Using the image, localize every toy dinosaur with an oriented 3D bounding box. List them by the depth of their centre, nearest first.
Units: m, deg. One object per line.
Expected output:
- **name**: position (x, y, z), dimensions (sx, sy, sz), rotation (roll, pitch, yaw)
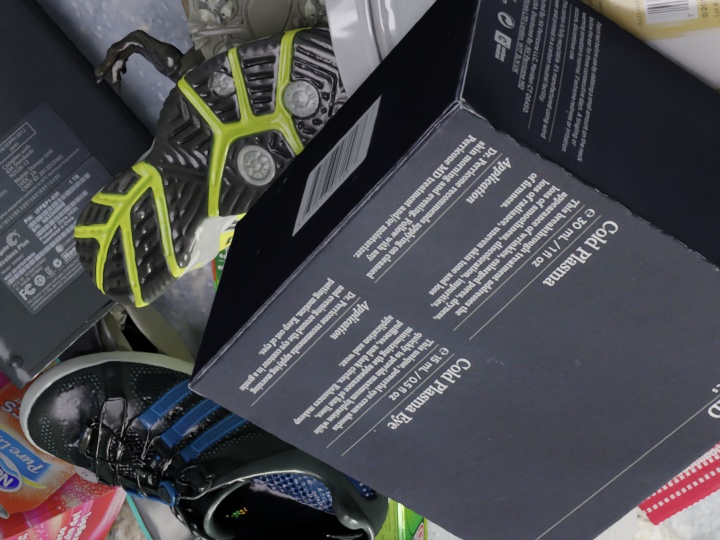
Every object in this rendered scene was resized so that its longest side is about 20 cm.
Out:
- **toy dinosaur**: position (-0.078, -0.102, 1.056), dimensions (0.088, 0.048, 0.200), rotation (-26, 111, 24)

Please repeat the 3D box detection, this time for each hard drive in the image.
- **hard drive**: position (-0.191, -0.059, 1.081), dimensions (0.139, 0.033, 0.200), rotation (-42, 94, -8)

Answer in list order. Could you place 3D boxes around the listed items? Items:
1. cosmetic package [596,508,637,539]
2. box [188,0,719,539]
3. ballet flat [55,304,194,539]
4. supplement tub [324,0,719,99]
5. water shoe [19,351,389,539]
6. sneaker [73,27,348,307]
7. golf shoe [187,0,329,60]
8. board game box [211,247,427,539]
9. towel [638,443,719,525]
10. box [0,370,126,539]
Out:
- **cosmetic package**: position (0.094, 0.066, 1.021), dimensions (0.050, 0.083, 0.201), rotation (13, 126, 29)
- **box**: position (0.062, 0.005, 0.846), dimensions (0.182, 0.104, 0.200), rotation (32, 131, -16)
- **ballet flat**: position (-0.112, 0.079, 1.142), dimensions (0.073, 0.073, 0.201), rotation (-22, 102, 25)
- **supplement tub**: position (0.095, -0.129, 0.887), dimensions (0.199, 0.145, 0.146), rotation (-5, 111, 16)
- **water shoe**: position (-0.082, 0.096, 1.062), dimensions (0.199, 0.079, 0.072), rotation (12, 117, 3)
- **sneaker**: position (-0.061, -0.060, 0.998), dimensions (0.200, 0.076, 0.076), rotation (-34, 93, 38)
- **golf shoe**: position (-0.041, -0.182, 0.969), dimensions (0.078, 0.097, 0.201), rotation (2, 127, -3)
- **board game box**: position (-0.020, 0.069, 1.116), dimensions (0.101, 0.048, 0.201), rotation (5, 114, 17)
- **towel**: position (0.144, 0.021, 1.055), dimensions (0.144, 0.023, 0.200), rotation (-36, 100, 26)
- **box**: position (-0.218, 0.158, 1.160), dimensions (0.100, 0.095, 0.200), rotation (48, 134, 21)
